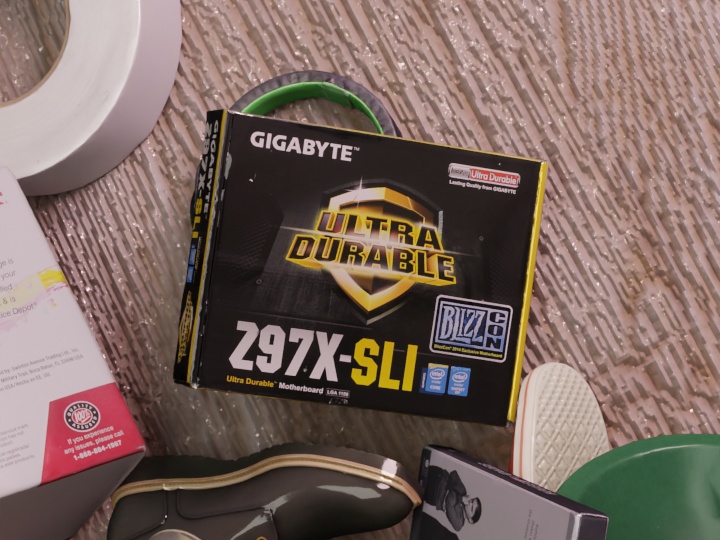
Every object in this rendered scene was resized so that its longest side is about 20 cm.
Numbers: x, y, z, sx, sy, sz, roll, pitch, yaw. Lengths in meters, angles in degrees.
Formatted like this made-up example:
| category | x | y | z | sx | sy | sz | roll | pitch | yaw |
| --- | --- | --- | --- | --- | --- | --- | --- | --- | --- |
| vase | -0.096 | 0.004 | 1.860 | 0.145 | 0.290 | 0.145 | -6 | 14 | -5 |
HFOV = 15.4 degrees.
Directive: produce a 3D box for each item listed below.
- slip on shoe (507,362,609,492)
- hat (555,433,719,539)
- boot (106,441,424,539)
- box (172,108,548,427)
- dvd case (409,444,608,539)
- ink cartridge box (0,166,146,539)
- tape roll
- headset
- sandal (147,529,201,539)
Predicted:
| category | x | y | z | sx | sy | sz | roll | pitch | yaw |
| --- | --- | --- | --- | --- | --- | --- | --- | --- | --- |
| slip on shoe | 0.101 | 0.152 | 1.538 | 0.061 | 0.074 | 0.201 | -6 | 77 | 47 |
| hat | 0.202 | 0.211 | 1.489 | 0.200 | 0.165 | 0.176 | 34 | 137 | 54 |
| boot | -0.065 | 0.180 | 1.558 | 0.200 | 0.077 | 0.139 | -9 | 52 | 29 |
| box | 0.000 | 0.000 | 1.536 | 0.200 | 0.049 | 0.160 | 9 | 90 | -19 |
| dvd case | 0.072 | 0.188 | 1.486 | 0.025 | 0.200 | 0.151 | 7 | 94 | -24 |
| ink cartridge box | -0.250 | 0.067 | 1.591 | 0.200 | 0.145 | 0.145 | 63 | 146 | 15 |
| tape roll | -0.216 | -0.149 | 1.666 | 0.202 | 0.071 | 0.203 | -1 | 85 | 18 |
| headset | -0.052 | -0.028 | 1.588 | 0.123 | 0.094 | 0.200 | 20 | 81 | 19 |
| sandal | -0.049 | 0.196 | 1.502 | 0.080 | 0.201 | 0.057 | -18 | 47 | 41 |
